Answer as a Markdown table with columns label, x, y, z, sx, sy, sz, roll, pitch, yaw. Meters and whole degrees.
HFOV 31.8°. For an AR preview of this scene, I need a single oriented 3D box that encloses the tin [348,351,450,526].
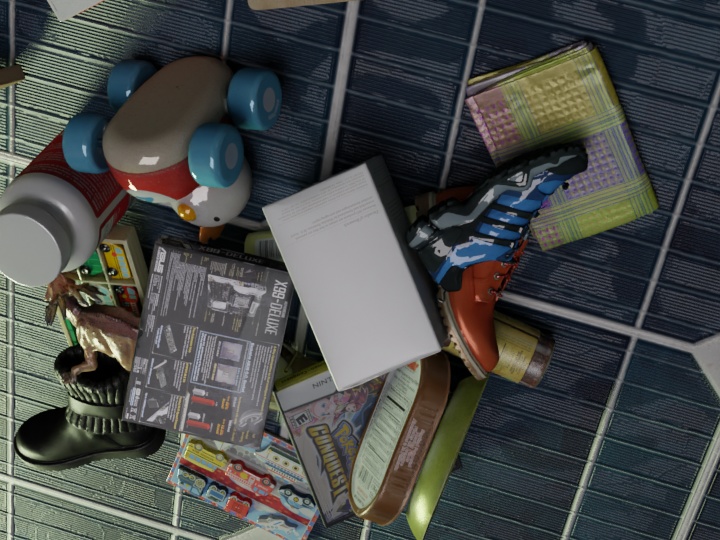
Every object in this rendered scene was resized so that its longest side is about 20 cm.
| label | x | y | z | sx | sy | sz | roll | pitch | yaw |
| --- | --- | --- | --- | --- | --- | --- | --- | --- | --- |
| tin | 0.040 | 0.178 | 1.380 | 0.041 | 0.112 | 0.203 | 20 | 93 | -23 |

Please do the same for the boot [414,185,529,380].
| label | x | y | z | sx | sy | sz | roll | pitch | yaw |
| --- | --- | --- | --- | --- | --- | --- | --- | --- | --- |
| boot | 0.129 | 0.008 | 1.310 | 0.106 | 0.075 | 0.203 | -13 | 89 | 11 |

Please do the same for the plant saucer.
| label | x | y | z | sx | sy | sz | roll | pitch | yaw |
| --- | --- | --- | --- | --- | --- | --- | --- | --- | --- |
| plant saucer | 0.092 | 0.200 | 1.390 | 0.031 | 0.200 | 0.202 | 22 | 125 | 8 |

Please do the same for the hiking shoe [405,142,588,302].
| label | x | y | z | sx | sy | sz | roll | pitch | yaw |
| --- | --- | --- | --- | --- | --- | --- | --- | --- | --- |
| hiking shoe | 0.144 | -0.054 | 1.253 | 0.198 | 0.074 | 0.087 | -30 | 98 | 13 |

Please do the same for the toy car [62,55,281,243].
| label | x | y | z | sx | sy | sz | roll | pitch | yaw |
| --- | --- | --- | --- | --- | --- | --- | --- | --- | --- |
| toy car | -0.174 | -0.099 | 1.318 | 0.182 | 0.178 | 0.202 | 7 | 136 | 24 |

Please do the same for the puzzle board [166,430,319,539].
| label | x | y | z | sx | sy | sz | roll | pitch | yaw |
| --- | --- | --- | --- | --- | --- | --- | --- | --- | --- |
| puzzle board | -0.139 | 0.262 | 1.610 | 0.198 | 0.017 | 0.152 | 26 | 124 | -1 |

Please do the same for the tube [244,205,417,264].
| label | x | y | z | sx | sy | sz | roll | pitch | yaw |
| --- | --- | --- | --- | --- | --- | --- | --- | --- | --- |
| tube | -0.028 | -0.024 | 1.386 | 0.197 | 0.053 | 0.058 | -6 | 150 | 15 |

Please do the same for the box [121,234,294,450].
| label | x | y | z | sx | sy | sz | roll | pitch | yaw |
| --- | --- | --- | --- | --- | --- | --- | --- | --- | --- |
| box | -0.162 | 0.078 | 1.366 | 0.155 | 0.050 | 0.203 | 11 | 99 | -2 |

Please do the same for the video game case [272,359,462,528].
| label | x | y | z | sx | sy | sz | roll | pitch | yaw |
| --- | --- | --- | --- | --- | --- | --- | --- | --- | --- |
| video game case | 0.010 | 0.181 | 1.460 | 0.179 | 0.026 | 0.202 | -22 | 116 | -7 |

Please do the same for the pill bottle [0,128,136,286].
| label | x | y | z | sx | sy | sz | roll | pitch | yaw |
| --- | --- | --- | --- | --- | --- | --- | --- | --- | --- |
| pill bottle | -0.314 | -0.071 | 1.345 | 0.110 | 0.201 | 0.114 | 7 | 122 | 11 |

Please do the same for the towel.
| label | x | y | z | sx | sy | sz | roll | pitch | yaw |
| --- | --- | --- | --- | --- | --- | --- | --- | --- | --- |
| towel | 0.204 | -0.124 | 1.270 | 0.142 | 0.023 | 0.202 | -19 | 114 | 25 |

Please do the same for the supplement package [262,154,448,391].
| label | x | y | z | sx | sy | sz | roll | pitch | yaw |
| --- | --- | --- | --- | --- | --- | --- | --- | --- | --- |
| supplement package | 0.000 | 0.000 | 1.300 | 0.118 | 0.121 | 0.202 | -22 | 94 | 12 |

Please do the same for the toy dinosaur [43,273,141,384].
| label | x | y | z | sx | sy | sz | roll | pitch | yaw |
| --- | --- | --- | --- | --- | --- | --- | --- | --- | --- |
| toy dinosaur | -0.280 | 0.065 | 1.425 | 0.197 | 0.086 | 0.137 | 11 | 139 | 14 |

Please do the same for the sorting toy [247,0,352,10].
| label | x | y | z | sx | sy | sz | roll | pitch | yaw |
| --- | --- | --- | --- | --- | --- | --- | --- | --- | --- |
| sorting toy | -0.022 | -0.356 | 1.165 | 0.196 | 0.070 | 0.202 | -2 | 120 | 17 |

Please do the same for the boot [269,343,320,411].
| label | x | y | z | sx | sy | sz | roll | pitch | yaw |
| --- | --- | --- | --- | --- | --- | --- | --- | --- | --- |
| boot | -0.105 | 0.076 | 1.455 | 0.197 | 0.072 | 0.157 | 9 | 120 | 11 |

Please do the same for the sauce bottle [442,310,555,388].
| label | x | y | z | sx | sy | sz | roll | pitch | yaw |
| --- | --- | --- | --- | --- | --- | --- | --- | --- | --- |
| sauce bottle | 0.113 | 0.062 | 1.387 | 0.198 | 0.065 | 0.065 | 25 | 124 | 2 |

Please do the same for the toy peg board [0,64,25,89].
| label | x | y | z | sx | sy | sz | roll | pitch | yaw |
| --- | --- | --- | --- | --- | --- | --- | --- | --- | --- |
| toy peg board | -0.499 | -0.203 | 1.332 | 0.197 | 0.200 | 0.099 | -16 | 101 | 24 |

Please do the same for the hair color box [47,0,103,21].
| label | x | y | z | sx | sy | sz | roll | pitch | yaw |
| --- | --- | --- | --- | --- | --- | --- | --- | --- | --- |
| hair color box | -0.238 | -0.339 | 1.243 | 0.198 | 0.064 | 0.112 | -18 | 113 | 27 |

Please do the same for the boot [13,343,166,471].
| label | x | y | z | sx | sy | sz | roll | pitch | yaw |
| --- | --- | --- | --- | --- | --- | --- | --- | --- | --- |
| boot | -0.353 | 0.165 | 1.553 | 0.208 | 0.080 | 0.159 | -10 | 139 | 10 |

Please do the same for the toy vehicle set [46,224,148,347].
| label | x | y | z | sx | sy | sz | roll | pitch | yaw |
| --- | --- | --- | --- | --- | --- | --- | --- | --- | --- |
| toy vehicle set | -0.303 | 0.028 | 1.485 | 0.122 | 0.027 | 0.202 | 4 | 133 | 14 |
